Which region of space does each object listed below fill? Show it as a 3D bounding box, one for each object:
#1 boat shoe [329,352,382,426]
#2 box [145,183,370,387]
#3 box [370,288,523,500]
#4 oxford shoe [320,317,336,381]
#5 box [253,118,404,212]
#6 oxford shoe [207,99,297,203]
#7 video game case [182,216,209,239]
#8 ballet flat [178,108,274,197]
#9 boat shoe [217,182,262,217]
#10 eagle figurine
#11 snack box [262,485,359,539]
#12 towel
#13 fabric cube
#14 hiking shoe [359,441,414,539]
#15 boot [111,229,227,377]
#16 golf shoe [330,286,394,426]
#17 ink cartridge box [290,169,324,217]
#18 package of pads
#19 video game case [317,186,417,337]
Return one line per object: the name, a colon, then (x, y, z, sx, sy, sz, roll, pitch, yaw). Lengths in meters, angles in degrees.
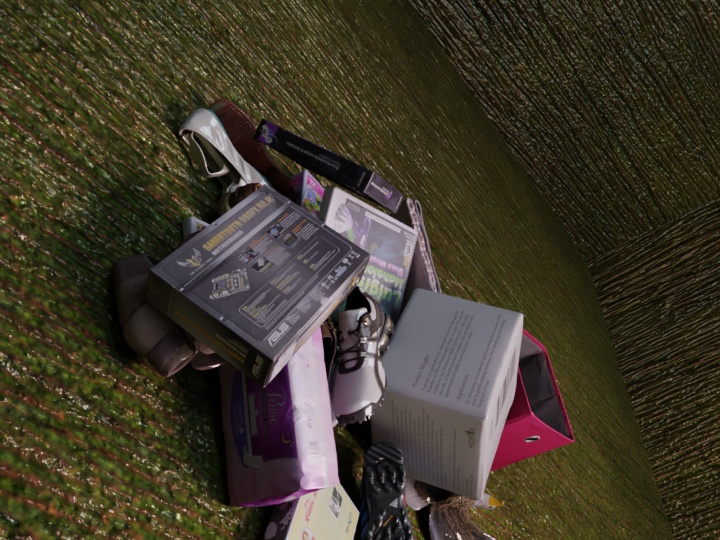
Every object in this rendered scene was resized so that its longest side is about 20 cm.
boat shoe: (-0.038, 0.169, 0.918, 0.073, 0.069, 0.199, 27, 44, 15)
box: (-0.103, 0.006, 0.724, 0.157, 0.049, 0.200, 33, 44, 10)
box: (0.124, 0.175, 0.971, 0.200, 0.169, 0.202, -58, 153, -42)
oxford shoe: (-0.059, 0.061, 0.838, 0.072, 0.084, 0.204, 0, 86, -38)
box: (-0.043, -0.152, 0.988, 0.198, 0.036, 0.143, 30, 5, 21)
oxford shoe: (-0.169, -0.168, 1.036, 0.202, 0.070, 0.074, 58, -2, -3)
video game case: (-0.149, 0.041, 0.895, 0.199, 0.023, 0.184, 26, 43, -50)
ballet flat: (-0.189, -0.136, 0.961, 0.201, 0.069, 0.070, 53, 27, -9)
boat shoe: (-0.112, -0.030, 0.925, 0.201, 0.067, 0.072, 56, 26, -17)
eagle figurine: (0.153, 0.366, 1.060, 0.151, 0.150, 0.202, -38, 138, -26)
snack box: (-0.060, 0.316, 0.761, 0.117, 0.037, 0.201, 61, 24, -21)
towel: (0.058, 0.010, 1.129, 0.032, 0.191, 0.203, 9, 53, -31)
fabric cube: (0.240, 0.233, 1.232, 0.196, 0.198, 0.202, 35, 36, -44)
hiking shoe: (0.033, 0.334, 0.886, 0.087, 0.073, 0.203, 96, -1, -67)
boot: (-0.177, 0.035, 0.754, 0.198, 0.070, 0.147, -22, 67, -41)
golf shoe: (-0.011, 0.104, 0.860, 0.201, 0.077, 0.095, -81, 148, -53)
ink cartridge box: (-0.074, -0.063, 1.118, 0.119, 0.042, 0.202, 45, 33, -34)
package of pads: (-0.094, 0.152, 0.751, 0.075, 0.119, 0.203, 19, 55, -51)
video game case: (0.000, 0.000, 0.977, 0.199, 0.023, 0.185, 23, 78, -46)
